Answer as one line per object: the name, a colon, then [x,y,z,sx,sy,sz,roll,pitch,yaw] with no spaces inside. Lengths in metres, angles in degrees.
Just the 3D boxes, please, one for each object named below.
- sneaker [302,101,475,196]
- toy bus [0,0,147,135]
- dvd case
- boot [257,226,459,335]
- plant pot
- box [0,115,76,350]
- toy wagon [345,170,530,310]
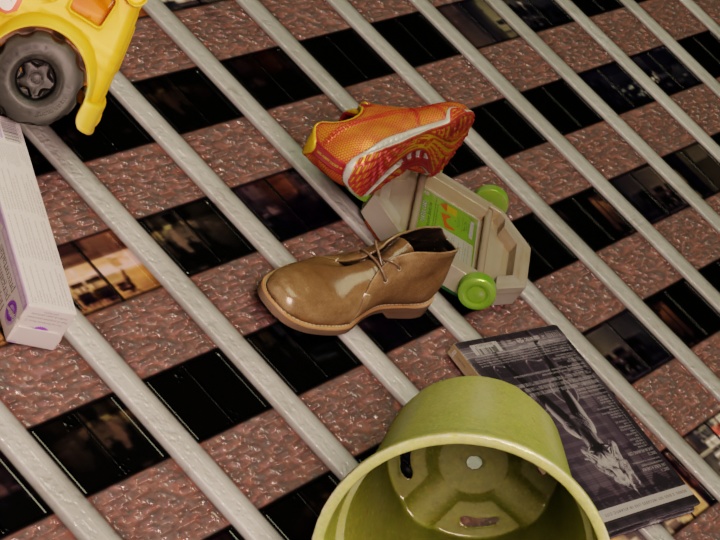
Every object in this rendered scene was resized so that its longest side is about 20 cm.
sneaker: [0.029,-0.117,1.877,0.077,0.073,0.200,39,27,23]
toy bus: [-0.249,-0.222,1.658,0.200,0.192,0.136,27,11,-14]
dvd case: [0.174,0.129,1.826,0.149,0.016,0.200,-8,52,-51]
boot: [0.000,0.000,1.763,0.200,0.076,0.074,-10,57,-49]
plant pot: [0.073,0.166,1.536,0.200,0.201,0.184,33,20,-7]
box: [-0.246,-0.032,1.587,0.041,0.039,0.200,11,40,-36]
toy wagon: [0.056,-0.047,1.914,0.200,0.040,0.155,30,32,-11]
